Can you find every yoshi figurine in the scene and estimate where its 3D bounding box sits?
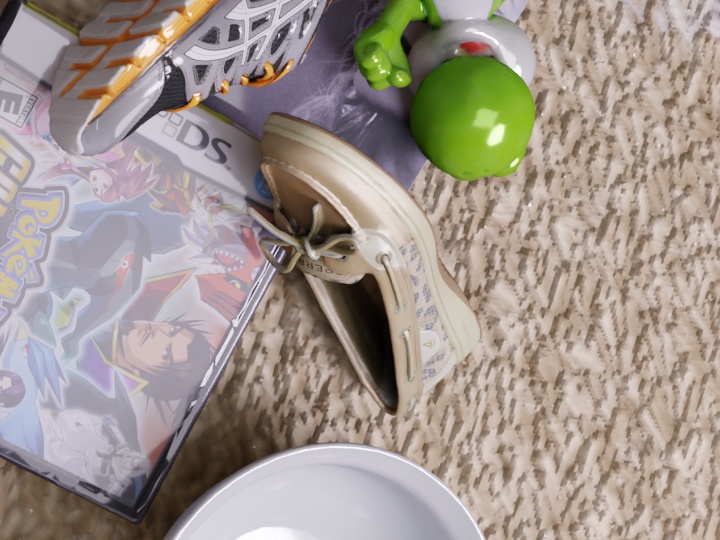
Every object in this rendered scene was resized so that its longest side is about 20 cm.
[{"bbox_3d":[0.050,-0.130,1.041,0.112,0.112,0.201,-33,120,-41],"label":"yoshi figurine"}]

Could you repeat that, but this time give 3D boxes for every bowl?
[{"bbox_3d":[-0.035,0.179,1.087,0.200,0.090,0.202,-3,98,-23],"label":"bowl"}]

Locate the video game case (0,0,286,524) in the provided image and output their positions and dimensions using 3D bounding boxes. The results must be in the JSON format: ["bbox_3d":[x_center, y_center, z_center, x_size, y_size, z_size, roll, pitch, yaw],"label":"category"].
[{"bbox_3d":[-0.139,-0.003,1.047,0.180,0.025,0.201,29,87,-21],"label":"video game case"}]

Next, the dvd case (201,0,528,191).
[{"bbox_3d":[0.007,-0.142,1.104,0.148,0.016,0.201,35,83,-23],"label":"dvd case"}]

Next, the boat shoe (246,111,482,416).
[{"bbox_3d":[0.000,0.000,1.057,0.063,0.073,0.200,-52,136,-16],"label":"boat shoe"}]

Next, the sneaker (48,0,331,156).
[{"bbox_3d":[-0.066,-0.116,1.019,0.200,0.078,0.077,-45,119,-23],"label":"sneaker"}]
